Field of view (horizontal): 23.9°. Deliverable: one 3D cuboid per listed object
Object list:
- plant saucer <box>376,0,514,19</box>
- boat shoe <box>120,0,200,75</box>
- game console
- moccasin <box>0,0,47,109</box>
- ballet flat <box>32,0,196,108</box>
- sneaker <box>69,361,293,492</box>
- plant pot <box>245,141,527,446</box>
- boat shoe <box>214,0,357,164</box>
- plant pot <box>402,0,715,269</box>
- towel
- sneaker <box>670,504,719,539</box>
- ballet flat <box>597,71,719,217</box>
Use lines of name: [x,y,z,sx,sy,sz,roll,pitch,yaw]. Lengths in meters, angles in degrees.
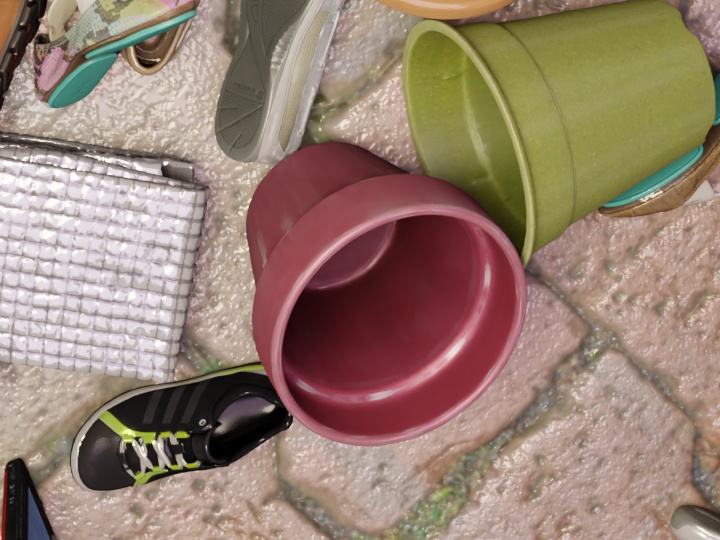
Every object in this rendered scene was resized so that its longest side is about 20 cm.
plant saucer: [0.058,-0.282,1.232,0.198,0.037,0.202,3,75,-9]
boat shoe: [-0.131,-0.241,1.246,0.071,0.065,0.202,11,104,-14]
game console: [-0.193,0.236,1.306,0.118,0.200,0.174,-20,109,-5]
moccasin: [-0.275,-0.173,1.217,0.077,0.074,0.203,21,83,-1]
ballet flat: [-0.186,-0.175,1.200,0.069,0.200,0.072,-24,91,-36]
sneaker: [-0.138,0.125,1.345,0.199,0.083,0.072,-23,109,-3]
plant pot: [0.000,0.000,1.268,0.198,0.179,0.201,-11,123,-17]
boat shoe: [-0.050,-0.177,1.284,0.065,0.074,0.204,5,106,-50]
plant pot: [0.159,-0.120,1.288,0.189,0.200,0.202,-20,110,-17]
towel: [-0.223,-0.015,1.289,0.198,0.086,0.167,7,103,-11]
sneaker: [0.338,0.280,1.489,0.200,0.070,0.080,38,100,-19]
ballet flat: [0.279,-0.101,1.374,0.200,0.068,0.072,-46,128,1]
